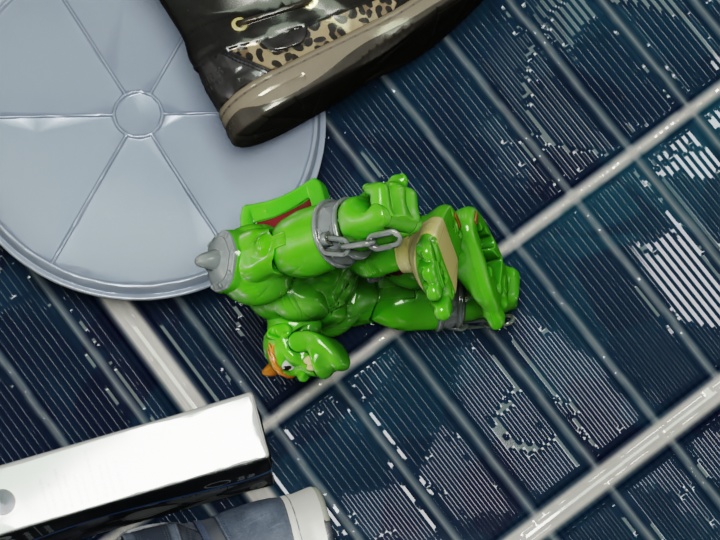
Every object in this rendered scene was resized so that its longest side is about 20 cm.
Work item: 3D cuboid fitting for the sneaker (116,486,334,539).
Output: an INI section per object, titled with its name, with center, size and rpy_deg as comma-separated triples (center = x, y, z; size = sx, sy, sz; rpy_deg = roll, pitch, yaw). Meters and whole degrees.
[sneaker]
center = -0.071, 0.216, 1.222
size = 0.146, 0.077, 0.203
rpy_deg = -9, 67, -14

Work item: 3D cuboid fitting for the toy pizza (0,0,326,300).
[toy pizza]
center = -0.118, -0.078, 1.320
size = 0.200, 0.032, 0.201
rpy_deg = 1, 74, -5

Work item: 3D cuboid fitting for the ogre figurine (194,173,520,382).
[ogre figurine]
center = 0.000, 0.000, 1.236
size = 0.120, 0.200, 0.098
rpy_deg = -10, 95, 19

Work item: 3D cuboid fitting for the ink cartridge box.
[ink cartridge box]
center = -0.143, 0.112, 1.243
size = 0.200, 0.099, 0.039
rpy_deg = -15, 78, -3

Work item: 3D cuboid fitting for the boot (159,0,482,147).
[boot]
center = -0.026, -0.170, 1.309
size = 0.200, 0.073, 0.151
rpy_deg = -34, 80, -20
